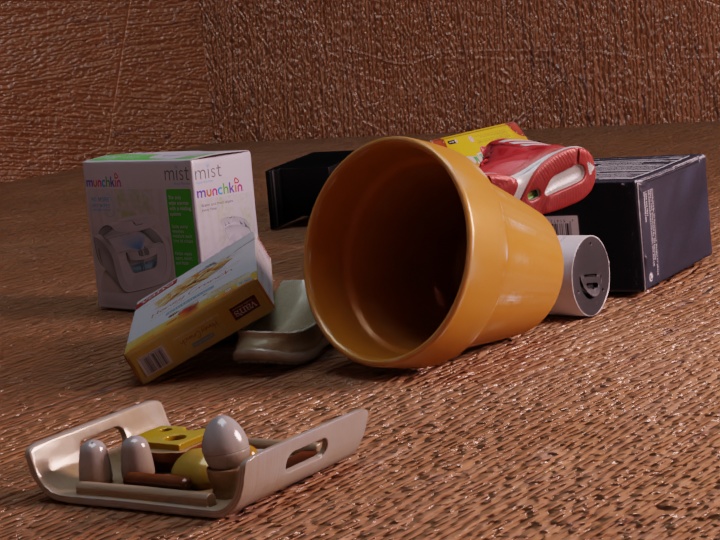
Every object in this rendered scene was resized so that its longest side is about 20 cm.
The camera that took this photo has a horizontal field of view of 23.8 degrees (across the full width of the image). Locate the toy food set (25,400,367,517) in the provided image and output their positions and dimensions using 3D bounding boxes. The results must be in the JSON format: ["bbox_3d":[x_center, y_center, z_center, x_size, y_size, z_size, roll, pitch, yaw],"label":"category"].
[{"bbox_3d":[-0.115,0.119,1.202,0.199,0.061,0.143,1,11,34],"label":"toy food set"}]

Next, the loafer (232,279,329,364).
[{"bbox_3d":[-0.062,0.044,1.622,0.075,0.069,0.200,-2,10,24],"label":"loafer"}]

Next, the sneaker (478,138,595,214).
[{"bbox_3d":[0.127,-0.078,1.723,0.199,0.079,0.115,-16,17,-21],"label":"sneaker"}]

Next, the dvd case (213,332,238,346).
[{"bbox_3d":[-0.113,0.052,1.776,0.199,0.018,0.143,-9,10,-23],"label":"dvd case"}]

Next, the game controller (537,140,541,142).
[{"bbox_3d":[0.261,-0.202,3.131,0.104,0.042,0.200,-17,-2,45],"label":"game controller"}]

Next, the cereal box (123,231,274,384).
[{"bbox_3d":[-0.152,0.033,1.638,0.144,0.040,0.200,-31,14,3],"label":"cereal box"}]

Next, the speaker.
[{"bbox_3d":[0.146,0.005,1.709,0.199,0.082,0.081,1,11,37],"label":"speaker"}]

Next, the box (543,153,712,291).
[{"bbox_3d":[0.252,-0.052,1.851,0.199,0.124,0.198,0,12,33],"label":"box"}]

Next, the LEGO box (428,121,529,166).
[{"bbox_3d":[0.152,-0.085,2.014,0.077,0.149,0.200,-43,-15,34],"label":"LEGO box"}]

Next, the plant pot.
[{"bbox_3d":[0.081,-0.008,1.542,0.200,0.201,0.183,3,-4,44],"label":"plant pot"}]

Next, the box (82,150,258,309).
[{"bbox_3d":[-0.213,-0.047,1.959,0.200,0.177,0.096,4,13,44],"label":"box"}]

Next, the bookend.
[{"bbox_3d":[-0.014,-0.128,2.623,0.199,0.093,0.199,-1,11,20],"label":"bookend"}]
